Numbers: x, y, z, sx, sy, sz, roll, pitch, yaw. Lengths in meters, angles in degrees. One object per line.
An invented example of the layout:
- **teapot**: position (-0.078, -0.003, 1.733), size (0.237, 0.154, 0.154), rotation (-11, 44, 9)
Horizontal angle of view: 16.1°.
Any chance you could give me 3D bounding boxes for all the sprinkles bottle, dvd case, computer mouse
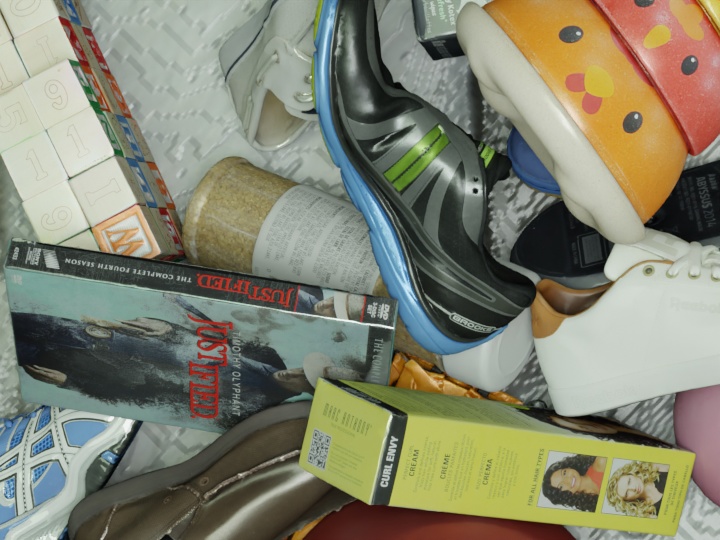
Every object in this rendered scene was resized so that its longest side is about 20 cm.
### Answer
- **sprinkles bottle**: position (0.000, 0.000, 1.378), size (0.199, 0.068, 0.069), rotation (22, 93, 25)
- **dvd case**: position (-0.082, 0.042, 1.322), size (0.198, 0.146, 0.022), rotation (8, 59, 1)
- **computer mouse**: position (0.181, -0.010, 1.377), size (0.199, 0.139, 0.053), rotation (-12, 126, 13)

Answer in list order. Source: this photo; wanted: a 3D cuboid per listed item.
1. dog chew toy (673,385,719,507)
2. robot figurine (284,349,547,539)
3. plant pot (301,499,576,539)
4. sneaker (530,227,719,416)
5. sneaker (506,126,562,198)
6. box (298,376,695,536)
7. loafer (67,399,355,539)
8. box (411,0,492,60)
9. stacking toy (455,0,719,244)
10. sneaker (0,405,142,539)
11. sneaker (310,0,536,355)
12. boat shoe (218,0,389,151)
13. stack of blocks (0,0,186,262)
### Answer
- **dog chew toy**: position (0.261, 0.111, 1.360), size (0.125, 0.125, 0.200), rotation (-44, 95, 5)
- **robot figurine**: position (0.022, 0.132, 1.412), size (0.144, 0.058, 0.201), rotation (25, 94, 5)
- **plant pot**: position (0.040, 0.206, 1.287), size (0.199, 0.177, 0.202), rotation (0, 87, 3)
- **sneaker**: position (0.173, 0.011, 1.284), size (0.199, 0.073, 0.085), rotation (-17, 99, 25)
- **sneaker**: position (0.169, -0.104, 1.370), size (0.199, 0.088, 0.076), rotation (-20, 64, 4)
- **box**: position (0.072, 0.096, 1.306), size (0.199, 0.075, 0.050), rotation (9, 97, -34)
- **loafer**: position (-0.065, 0.134, 1.351), size (0.199, 0.073, 0.071), rotation (-26, 48, 23)
- **box**: position (0.123, -0.183, 1.366), size (0.199, 0.122, 0.107), rotation (-9, 89, 6)
- **stacking toy**: position (0.159, -0.123, 1.259), size (0.200, 0.146, 0.146), rotation (-38, 87, 2)
- **sneaker**: position (-0.176, 0.102, 1.424), size (0.077, 0.076, 0.201), rotation (35, 93, 0)
- **sneaker**: position (0.031, -0.057, 1.275), size (0.082, 0.071, 0.201), rotation (-22, 103, 10)
- **boat shoe**: position (-0.023, -0.116, 1.348), size (0.070, 0.200, 0.070), rotation (-6, 75, -26)
- **stack of blocks**: position (-0.167, -0.087, 1.402), size (0.058, 0.115, 0.201), rotation (-25, 87, 6)
